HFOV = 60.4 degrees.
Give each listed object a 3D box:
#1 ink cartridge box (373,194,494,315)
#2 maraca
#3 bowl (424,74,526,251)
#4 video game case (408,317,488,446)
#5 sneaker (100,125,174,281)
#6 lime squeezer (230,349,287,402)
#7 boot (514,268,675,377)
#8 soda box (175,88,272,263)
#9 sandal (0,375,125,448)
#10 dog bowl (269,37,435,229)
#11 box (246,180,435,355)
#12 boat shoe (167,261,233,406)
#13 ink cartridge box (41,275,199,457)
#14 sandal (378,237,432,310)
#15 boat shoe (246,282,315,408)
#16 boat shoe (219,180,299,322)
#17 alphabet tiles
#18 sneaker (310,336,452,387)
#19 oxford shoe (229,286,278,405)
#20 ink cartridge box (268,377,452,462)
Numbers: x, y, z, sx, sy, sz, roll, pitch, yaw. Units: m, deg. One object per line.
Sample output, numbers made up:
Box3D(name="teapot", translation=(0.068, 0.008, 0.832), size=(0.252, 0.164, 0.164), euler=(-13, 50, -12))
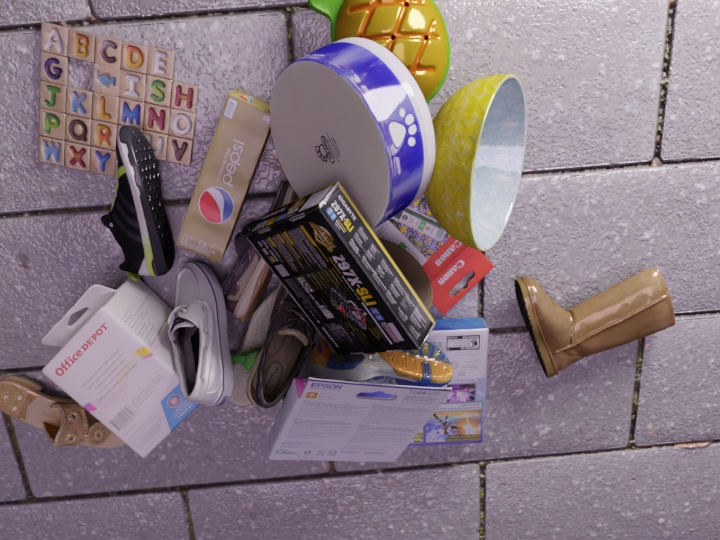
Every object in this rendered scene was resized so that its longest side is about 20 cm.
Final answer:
Box3D(name="ink cartridge box", translation=(0.087, -0.030, 0.838), size=(0.109, 0.051, 0.200), euler=(-43, 105, 13))
Box3D(name="maraca", translation=(0.023, -0.282, 0.720), size=(0.135, 0.107, 0.203), euler=(-34, 99, 3))
Box3D(name="bowl", translation=(0.123, -0.135, 0.754), size=(0.105, 0.199, 0.207), euler=(13, 112, 27))
Box3D(name="video game case", translation=(0.087, 0.166, 0.911), size=(0.192, 0.046, 0.188), euler=(-2, 108, -2))
Box3D(name="sneaker", translation=(-0.298, -0.078, 0.791), size=(0.080, 0.072, 0.207), euler=(-4, 113, 2))
Box3D(name="lime squeezer", translation=(-0.133, 0.153, 0.837), size=(0.199, 0.038, 0.071), euler=(41, 97, -13))
Box3D(name="boot", translation=(0.328, 0.046, 0.873), size=(0.195, 0.067, 0.178), euler=(-25, 121, 7))
Box3D(name="soda box", translation=(-0.169, -0.119, 0.788), size=(0.062, 0.068, 0.205), euler=(22, 107, -10))
Box3D(name="sandal", translation=(-0.434, 0.223, 0.889), size=(0.206, 0.070, 0.079), euler=(25, 108, -10))
Box3D(name="dog bowl", translation=(-0.013, -0.149, 0.703), size=(0.078, 0.197, 0.206), euler=(-33, 113, -34))
Box3D(name="box", translation=(-0.025, 0.009, 0.722), size=(0.157, 0.050, 0.202), euler=(-14, 119, 49))
Box3D(name="boat shoe", translation=(-0.213, 0.072, 0.794), size=(0.073, 0.204, 0.065), euler=(-36, 149, 23))
Box3D(name="ink cartridge box", translation=(-0.309, 0.115, 0.834), size=(0.128, 0.126, 0.201), euler=(-40, 106, 11))
Box3D(name="sandal", translation=(0.003, -0.005, 0.805), size=(0.207, 0.070, 0.079), euler=(28, 80, 11))
Box3D(name="boat shoe", translation=(-0.087, 0.081, 0.798), size=(0.071, 0.064, 0.206), euler=(21, 79, -22))
Box3D(name="boat shoe", translation=(-0.138, -0.030, 0.819), size=(0.063, 0.072, 0.204), euler=(25, 110, 1))
Box3D(name="alphabet tiles", translation=(-0.307, -0.202, 0.785), size=(0.193, 0.008, 0.173), euler=(10, 109, -6))
Box3D(name="sneaker", translation=(0.027, 0.141, 0.850), size=(0.193, 0.076, 0.090), euler=(7, 126, -3))
Box3D(name="oxford shoe", translation=(-0.129, 0.095, 0.872), size=(0.074, 0.058, 0.203), euler=(30, 100, -9))
Box3D(name="ink cartridge box", translation=(-0.007, 0.185, 0.804), size=(0.190, 0.044, 0.203), euler=(8, 134, -21))
